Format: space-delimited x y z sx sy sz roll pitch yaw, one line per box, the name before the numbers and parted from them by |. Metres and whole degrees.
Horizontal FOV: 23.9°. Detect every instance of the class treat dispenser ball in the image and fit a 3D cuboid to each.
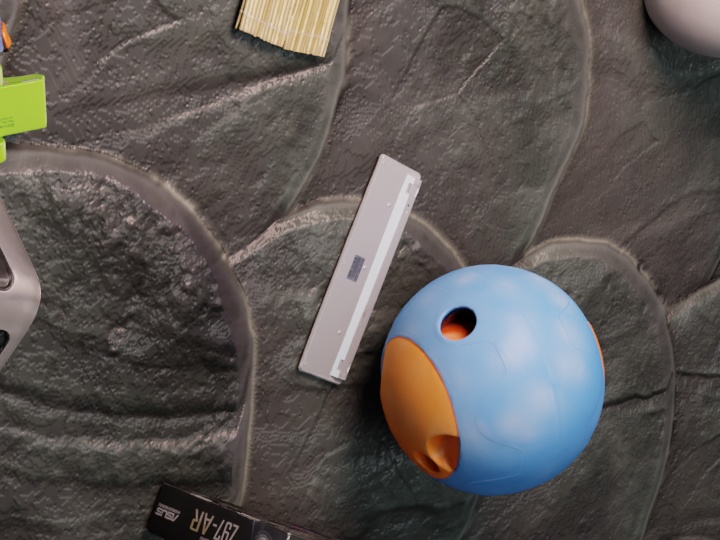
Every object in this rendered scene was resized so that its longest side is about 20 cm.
treat dispenser ball | 0.115 0.096 1.495 0.200 0.200 0.203 -15 114 -39

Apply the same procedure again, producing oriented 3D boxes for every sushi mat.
sushi mat | -0.038 -0.276 1.362 0.095 0.012 0.202 13 94 -47

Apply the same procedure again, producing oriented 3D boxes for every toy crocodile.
toy crocodile | -0.296 -0.098 1.149 0.199 0.061 0.068 -24 120 -41

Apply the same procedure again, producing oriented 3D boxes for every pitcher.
pitcher | 0.362 -0.278 1.610 0.121 0.199 0.172 -47 130 -22

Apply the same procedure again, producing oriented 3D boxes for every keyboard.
keyboard | 0.000 0.000 1.492 0.056 0.011 0.201 23 87 -40

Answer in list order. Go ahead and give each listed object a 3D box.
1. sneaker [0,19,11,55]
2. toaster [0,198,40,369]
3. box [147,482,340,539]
sneaker | -0.323 -0.158 1.101 0.199 0.075 0.079 -26 111 -45
toaster | -0.329 0.031 1.074 0.180 0.119 0.200 11 123 -49
box | -0.053 0.236 1.409 0.199 0.159 0.044 27 80 -45
